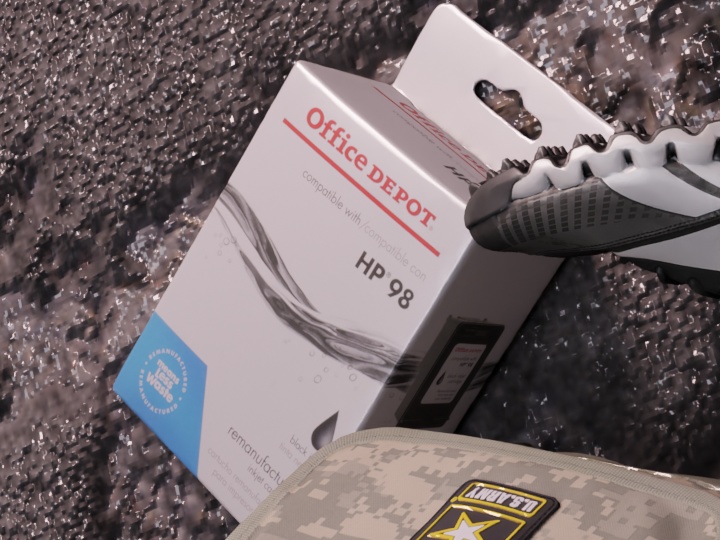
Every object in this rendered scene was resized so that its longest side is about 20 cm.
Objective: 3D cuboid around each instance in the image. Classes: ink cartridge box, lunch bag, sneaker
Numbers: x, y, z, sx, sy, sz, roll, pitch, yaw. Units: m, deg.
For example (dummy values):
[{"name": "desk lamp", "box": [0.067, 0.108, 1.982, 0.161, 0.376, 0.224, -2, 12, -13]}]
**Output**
[{"name": "ink cartridge box", "box": [0.000, 0.000, 0.822, 0.116, 0.067, 0.200, 42, 110, 33]}, {"name": "lunch bag", "box": [0.062, 0.117, 0.683, 0.164, 0.200, 0.118, 9, 92, 38]}, {"name": "sneaker", "box": [0.133, -0.010, 0.706, 0.200, 0.066, 0.091, -8, 90, 16]}]
